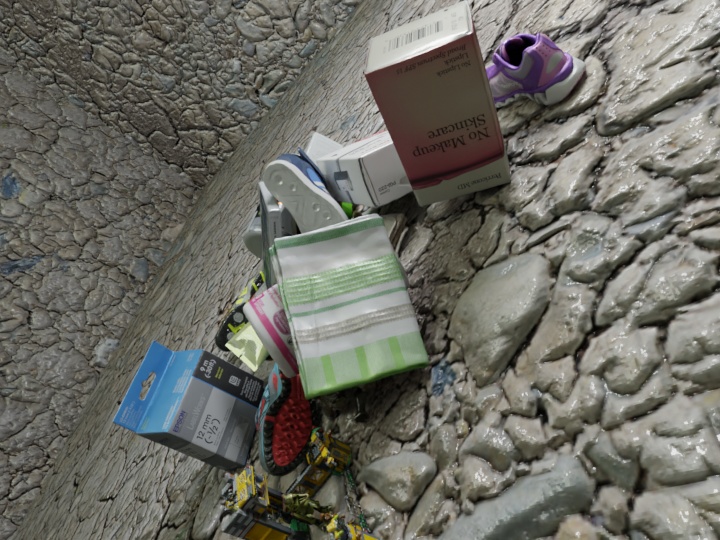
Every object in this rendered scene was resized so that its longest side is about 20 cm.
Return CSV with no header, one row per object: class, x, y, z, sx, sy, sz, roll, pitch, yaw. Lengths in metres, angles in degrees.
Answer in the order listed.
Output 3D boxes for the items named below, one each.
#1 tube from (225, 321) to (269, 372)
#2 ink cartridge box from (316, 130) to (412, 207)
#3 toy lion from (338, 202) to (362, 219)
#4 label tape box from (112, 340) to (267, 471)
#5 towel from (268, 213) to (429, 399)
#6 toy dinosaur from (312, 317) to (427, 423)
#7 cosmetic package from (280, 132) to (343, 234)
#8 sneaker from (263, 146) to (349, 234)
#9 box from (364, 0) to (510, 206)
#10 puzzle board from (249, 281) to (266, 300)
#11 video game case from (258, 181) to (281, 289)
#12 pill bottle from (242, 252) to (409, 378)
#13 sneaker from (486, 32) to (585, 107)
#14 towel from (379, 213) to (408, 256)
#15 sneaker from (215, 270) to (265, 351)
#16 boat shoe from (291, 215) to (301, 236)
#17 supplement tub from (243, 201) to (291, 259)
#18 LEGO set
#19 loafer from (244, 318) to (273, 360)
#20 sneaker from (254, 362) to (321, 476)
tube,-0.121,0.061,0.796,0.200,0.052,0.058,-49,15,-17
ink cartridge box,0.031,-0.173,0.838,0.145,0.085,0.200,-28,22,-16
toy lion,-0.058,-0.129,1.044,0.192,0.069,0.200,-38,29,47
label tape box,-0.258,0.209,0.805,0.066,0.200,0.144,-29,36,40
towel,-0.017,0.034,0.593,0.149,0.031,0.200,-16,65,-3
toy dinosaur,-0.005,0.115,0.622,0.200,0.077,0.102,-53,38,14
cosmetic package,-0.105,-0.175,1.044,0.102,0.074,0.200,-46,26,54
sneaker,-0.068,-0.113,0.851,0.081,0.200,0.146,-40,7,20
box,0.102,-0.201,0.638,0.128,0.200,0.109,-14,41,20
puzzle board,-0.138,0.034,0.970,0.200,0.017,0.151,-49,45,12
video game case,-0.158,-0.045,0.890,0.200,0.023,0.182,-125,33,-63
pill bottle,-0.042,0.040,0.671,0.200,0.114,0.113,-34,22,-11
sneaker,0.215,-0.284,0.707,0.081,0.088,0.200,-55,24,3
towel,0.000,0.000,0.805,0.200,0.034,0.132,-62,24,-11
sneaker,-0.240,0.091,1.087,0.076,0.075,0.200,-29,24,56
boat shoe,-0.082,-0.013,0.884,0.071,0.062,0.201,89,175,-71
supplement tub,-0.178,-0.126,1.170,0.122,0.122,0.200,-25,39,48
LEGO set,-0.075,0.253,0.524,0.154,0.116,0.200,-48,26,16
loafer,-0.150,0.117,0.865,0.200,0.073,0.072,7,71,55
sneaker,-0.105,0.209,0.707,0.096,0.079,0.200,-59,15,27
